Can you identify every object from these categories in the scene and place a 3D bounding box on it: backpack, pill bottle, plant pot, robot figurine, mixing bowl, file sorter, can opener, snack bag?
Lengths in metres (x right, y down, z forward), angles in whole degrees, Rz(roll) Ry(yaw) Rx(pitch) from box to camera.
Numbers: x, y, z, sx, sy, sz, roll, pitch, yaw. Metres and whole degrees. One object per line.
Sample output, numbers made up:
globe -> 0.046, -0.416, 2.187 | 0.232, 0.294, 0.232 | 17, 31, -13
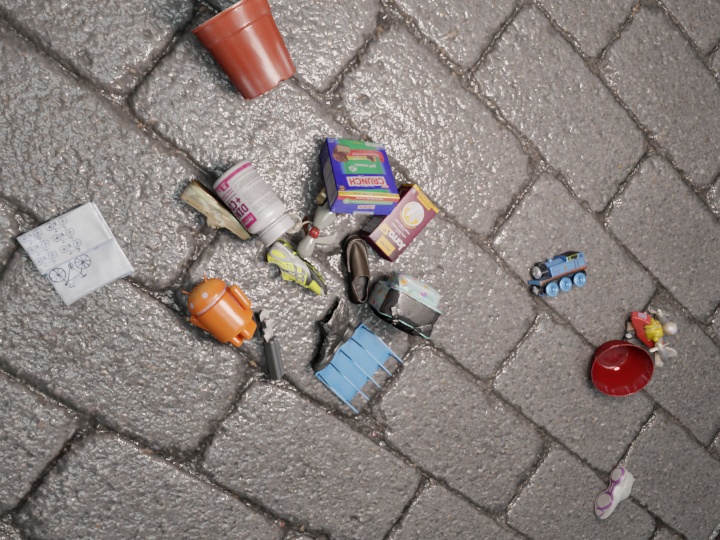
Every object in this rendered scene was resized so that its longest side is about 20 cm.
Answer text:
backpack -> 0.117, 0.087, 1.605 | 0.175, 0.200, 0.154 | 25, 83, -18
pill bottle -> -0.263, -0.164, 1.445 | 0.113, 0.113, 0.200 | -40, 95, -10
plant pot -> -0.264, -0.529, 1.380 | 0.201, 0.201, 0.196 | -37, 117, -12
robot figurine -> -0.356, 0.103, 1.472 | 0.200, 0.144, 0.117 | 49, 60, -18
mixing bowl -> 0.862, 0.310, 1.947 | 0.199, 0.108, 0.201 | 1, 113, 3
file sorter -> -0.002, 0.276, 1.628 | 0.200, 0.123, 0.139 | -46, 110, -8
can opener -> -0.252, 0.200, 1.569 | 0.066, 0.053, 0.201 | -10, 102, 16
snack bag -> -0.674, -0.036, 1.383 | 0.188, 0.021, 0.200 | -30, 107, -15

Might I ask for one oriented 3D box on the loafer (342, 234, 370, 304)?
loafer -> 0.000, 0.000, 1.613 | 0.073, 0.071, 0.201 | -12, 102, -18

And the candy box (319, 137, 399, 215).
candy box -> -0.006, -0.245, 1.513 | 0.168, 0.077, 0.201 | 1, 57, -21

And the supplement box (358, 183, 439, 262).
supplement box -> 0.107, -0.135, 1.624 | 0.110, 0.086, 0.200 | 44, 82, -21

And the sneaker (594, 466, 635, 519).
sneaker -> 0.921, 0.811, 2.080 | 0.099, 0.075, 0.200 | 35, 85, -20

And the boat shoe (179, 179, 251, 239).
boat shoe -> -0.363, -0.140, 1.461 | 0.065, 0.072, 0.200 | -46, 111, 5

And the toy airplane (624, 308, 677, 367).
toy airplane -> 1.016, 0.227, 1.971 | 0.199, 0.141, 0.201 | 3, 60, -39

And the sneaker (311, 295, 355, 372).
sneaker -> -0.091, 0.177, 1.616 | 0.200, 0.060, 0.104 | -48, 112, -14

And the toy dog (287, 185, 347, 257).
toy dog -> -0.106, -0.133, 1.550 | 0.200, 0.096, 0.132 | -37, 94, 2

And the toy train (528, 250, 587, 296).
toy train -> 0.630, 0.011, 1.847 | 0.199, 0.087, 0.115 | -17, 95, -15

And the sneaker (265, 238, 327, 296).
sneaker -> -0.170, 0.004, 1.558 | 0.076, 0.075, 0.200 | -45, 102, 3
